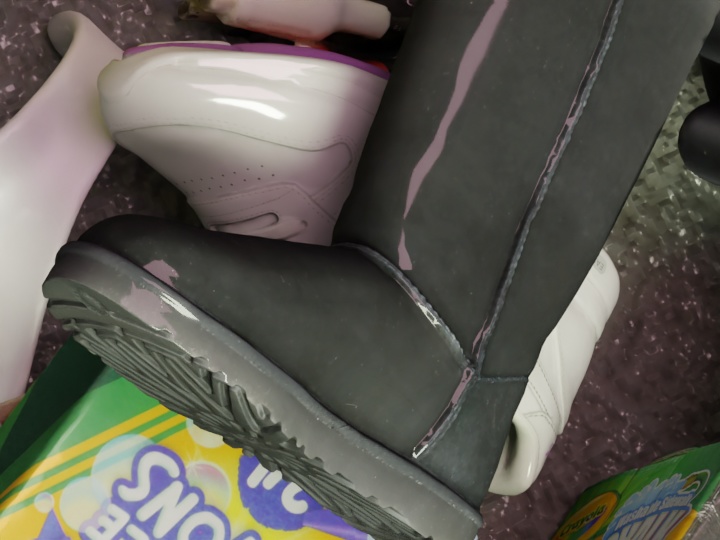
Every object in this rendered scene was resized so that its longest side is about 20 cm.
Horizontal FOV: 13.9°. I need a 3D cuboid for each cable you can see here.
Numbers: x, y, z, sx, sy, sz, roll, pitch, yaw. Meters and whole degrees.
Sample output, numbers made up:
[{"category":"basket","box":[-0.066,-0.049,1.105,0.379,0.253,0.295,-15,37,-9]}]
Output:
[{"category":"cable","box":[0.026,-0.073,0.955,0.200,0.050,0.097,0,81,-19]}]

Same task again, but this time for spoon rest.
[{"category":"spoon rest","box":[-0.126,0.002,0.878,0.099,0.061,0.200,39,68,-12]}]

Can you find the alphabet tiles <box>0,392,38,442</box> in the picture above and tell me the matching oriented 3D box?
[{"category":"alphabet tiles","box":[-0.083,0.136,0.874,0.167,0.008,0.200,-19,99,-23]}]

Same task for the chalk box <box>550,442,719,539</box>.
[{"category":"chalk box","box":[0.111,0.135,0.908,0.125,0.124,0.200,41,67,-8]}]

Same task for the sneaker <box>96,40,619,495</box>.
[{"category":"sneaker","box":[0.000,0.000,0.893,0.200,0.075,0.100,32,65,-32]}]

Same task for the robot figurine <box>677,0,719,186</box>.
[{"category":"robot figurine","box":[0.191,-0.079,0.939,0.200,0.150,0.125,-24,74,-37]}]

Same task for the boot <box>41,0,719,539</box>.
[{"category":"boot","box":[0.013,-0.041,0.818,0.165,0.066,0.200,39,72,-43]}]

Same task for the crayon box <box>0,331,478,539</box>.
[{"category":"crayon box","box":[-0.074,0.116,0.846,0.126,0.052,0.200,42,75,-19]}]
